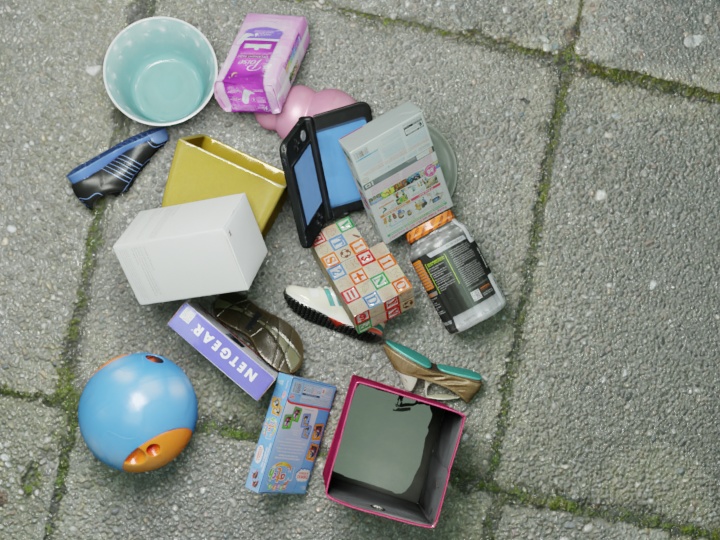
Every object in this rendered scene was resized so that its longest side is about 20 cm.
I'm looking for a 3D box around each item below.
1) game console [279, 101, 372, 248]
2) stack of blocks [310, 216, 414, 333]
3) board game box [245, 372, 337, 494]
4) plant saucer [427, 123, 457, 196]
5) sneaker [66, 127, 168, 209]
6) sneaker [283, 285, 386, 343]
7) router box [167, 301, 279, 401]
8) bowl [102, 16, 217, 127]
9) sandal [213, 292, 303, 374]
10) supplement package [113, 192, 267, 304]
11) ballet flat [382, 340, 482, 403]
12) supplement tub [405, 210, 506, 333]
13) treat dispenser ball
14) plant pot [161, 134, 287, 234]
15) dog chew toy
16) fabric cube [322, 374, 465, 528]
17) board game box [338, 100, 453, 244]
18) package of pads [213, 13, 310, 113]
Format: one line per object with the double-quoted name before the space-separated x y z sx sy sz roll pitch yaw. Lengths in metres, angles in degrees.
"game console" -0.044 -0.163 1.553 0.115 0.176 0.202 0 123 18
"stack of blocks" 0.000 0.000 1.599 0.114 0.059 0.201 -26 55 -10
"board game box" -0.119 0.289 1.583 0.036 0.151 0.202 13 84 31
"plant saucer" 0.086 -0.187 1.671 0.197 0.050 0.203 0 87 -3
"sneaker" -0.428 -0.187 1.636 0.199 0.070 0.078 -31 114 -12
"sneaker" -0.040 0.056 1.648 0.198 0.070 0.094 22 67 0
"router box" -0.232 0.138 1.566 0.200 0.179 0.049 40 86 -1
"bowl" -0.352 -0.340 1.619 0.198 0.105 0.204 1 81 -4
"sandal" -0.184 0.115 1.635 0.199 0.055 0.082 32 68 13
"supplement package" -0.270 -0.034 1.450 0.198 0.117 0.118 -8 120 19
"ballet flat" 0.124 0.194 1.650 0.198 0.068 0.073 20 102 -6
"supplement tub" 0.168 0.001 1.628 0.122 0.123 0.202 -27 89 -5
"treat dispenser ball" -0.378 0.241 1.539 0.198 0.201 0.204 0 86 -4
"plant pot" -0.246 -0.105 1.583 0.192 0.196 0.202 24 101 -2
"dog chew toy" -0.101 -0.277 1.634 0.198 0.125 0.126 15 86 6
"fabric cube" 0.051 0.307 1.564 0.194 0.199 0.202 17 85 -3
"board game box" 0.064 -0.168 1.568 0.146 0.064 0.201 -29 125 -8
"package of pads" -0.173 -0.372 1.604 0.119 0.076 0.202 5 54 17
